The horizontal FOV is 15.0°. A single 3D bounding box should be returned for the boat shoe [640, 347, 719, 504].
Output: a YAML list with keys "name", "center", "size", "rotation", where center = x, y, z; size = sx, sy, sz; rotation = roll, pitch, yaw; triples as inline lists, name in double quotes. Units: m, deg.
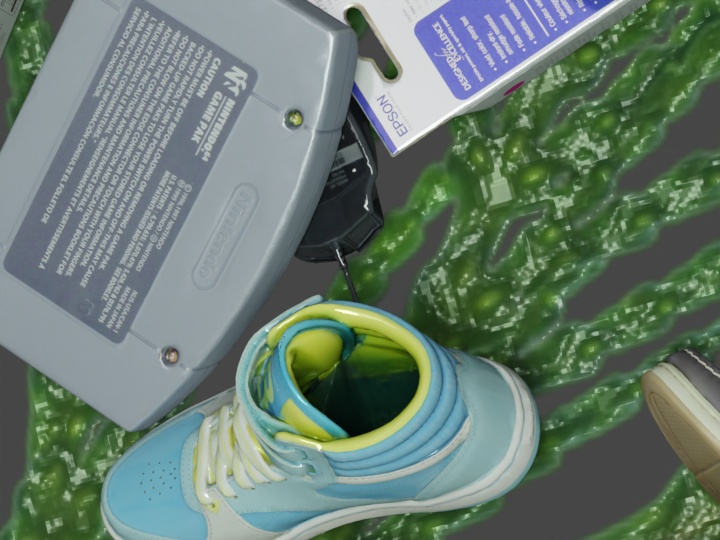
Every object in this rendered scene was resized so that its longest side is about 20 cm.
- name: "boat shoe"
  center: [0.202, 0.097, 1.120]
  size: [0.200, 0.072, 0.065]
  rotation: [42, 80, 15]

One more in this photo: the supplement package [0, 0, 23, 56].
- name: "supplement package"
  center: [-0.245, -0.113, 1.194]
  size: [0.155, 0.111, 0.201]
  rotation: [22, 89, 11]

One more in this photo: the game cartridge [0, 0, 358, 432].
- name: "game cartridge"
  center: [-0.087, -0.040, 1.174]
  size: [0.133, 0.041, 0.201]
  rotation: [34, 107, 17]

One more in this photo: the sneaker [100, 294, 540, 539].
- name: "sneaker"
  center: [-0.040, 0.062, 1.113]
  size: [0.199, 0.130, 0.080]
  rotation: [-17, 66, 20]

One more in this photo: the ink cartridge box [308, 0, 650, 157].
- name: "ink cartridge box"
  center: [0.074, -0.140, 1.177]
  size: [0.199, 0.037, 0.095]
  rotation: [-33, 80, 3]

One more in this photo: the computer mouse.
- name: "computer mouse"
  center: [0.000, 0.000, 1.184]
  size: [0.058, 0.034, 0.201]
  rotation: [-20, 89, 23]
